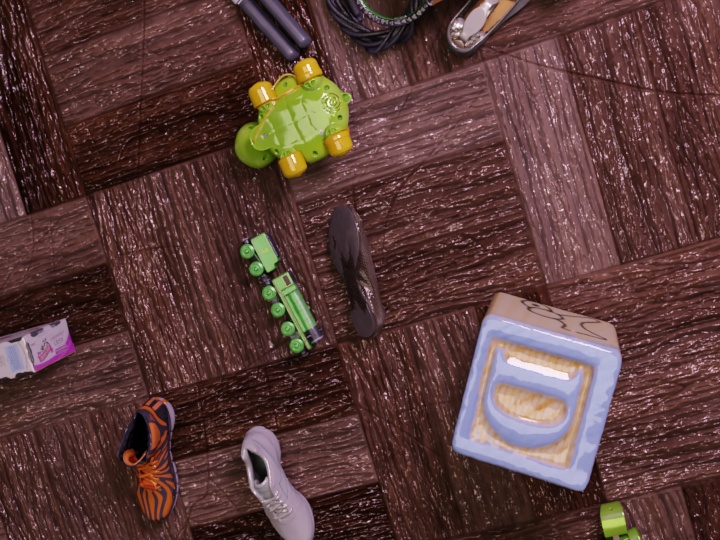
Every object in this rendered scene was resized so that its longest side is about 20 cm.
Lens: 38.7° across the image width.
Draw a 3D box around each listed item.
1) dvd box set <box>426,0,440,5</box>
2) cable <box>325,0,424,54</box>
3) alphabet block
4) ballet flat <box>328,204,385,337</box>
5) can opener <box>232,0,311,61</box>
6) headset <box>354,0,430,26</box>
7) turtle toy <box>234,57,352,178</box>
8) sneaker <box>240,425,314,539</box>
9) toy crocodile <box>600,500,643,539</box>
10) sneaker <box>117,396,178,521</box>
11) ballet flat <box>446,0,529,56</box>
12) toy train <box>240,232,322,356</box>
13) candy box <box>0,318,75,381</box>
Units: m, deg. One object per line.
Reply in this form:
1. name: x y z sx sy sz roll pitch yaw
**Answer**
1. dvd box set: 0.134 -0.451 1.367 0.198 0.029 0.147 -29 82 -24
2. cable: 0.022 -0.413 1.467 0.161 0.051 0.203 13 101 10
3. alphabet block: 0.245 0.159 1.422 0.193 0.200 0.199 17 101 10
4. ballet flat: 0.000 0.000 1.535 0.067 0.046 0.203 -16 88 45
5. can opener: -0.156 -0.394 1.499 0.053 0.067 0.200 -42 88 15
6. headset: 0.041 -0.441 1.416 0.122 0.094 0.203 -9 106 12
7. turtle toy: -0.099 -0.211 1.494 0.198 0.101 0.147 -23 93 15
8. sneaker: -0.137 0.346 1.591 0.070 0.080 0.202 -26 93 12
9. toy crocodile: 0.401 0.434 1.502 0.067 0.062 0.202 -28 96 14
10. sneaker: -0.340 0.307 1.611 0.076 0.112 0.203 -1 97 12
11. ballet flat: 0.194 -0.381 1.427 0.067 0.064 0.200 42 103 4
12. toy train: -0.119 0.034 1.565 0.056 0.042 0.202 -28 91 4
13. candy box: -0.574 0.141 1.626 0.197 0.136 0.062 -16 96 14
